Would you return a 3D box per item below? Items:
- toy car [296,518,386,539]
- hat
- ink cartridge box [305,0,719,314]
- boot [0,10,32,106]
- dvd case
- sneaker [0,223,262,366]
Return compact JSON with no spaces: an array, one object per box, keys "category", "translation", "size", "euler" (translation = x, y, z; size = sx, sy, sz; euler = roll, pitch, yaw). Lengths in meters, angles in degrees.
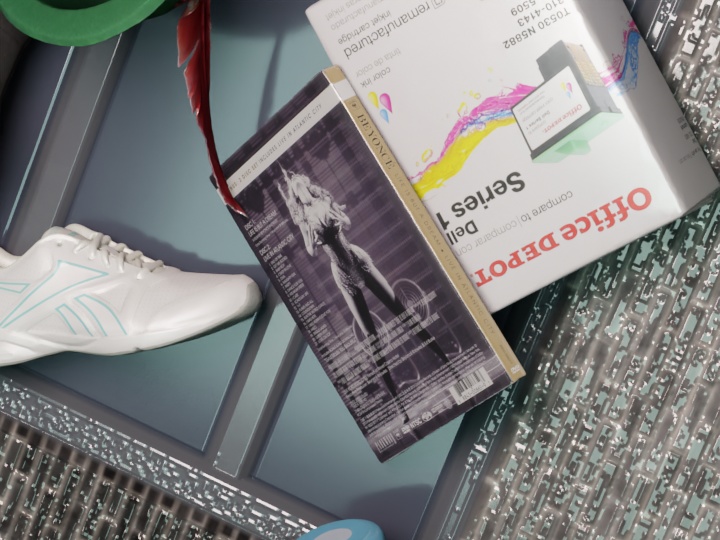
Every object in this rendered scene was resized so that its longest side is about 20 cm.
[{"category":"toy car","translation":[-0.071,0.256,1.344],"size":[0.199,0.177,0.185],"euler":[-1,111,43]},{"category":"hat","translation":[-0.102,-0.176,1.295],"size":[0.200,0.176,0.166],"euler":[-52,56,11]},{"category":"ink cartridge box","translation":[0.085,-0.093,1.266],"size":[0.144,0.084,0.201],"euler":[-28,90,24]},{"category":"boot","translation":[-0.286,-0.143,1.351],"size":[0.199,0.073,0.151],"euler":[14,76,2]},{"category":"dvd case","translation":[0.000,0.000,1.300],"size":[0.200,0.016,0.149],"euler":[58,144,4]},{"category":"sneaker","translation":[-0.157,0.011,1.362],"size":[0.199,0.070,0.081],"euler":[-5,92,16]}]
